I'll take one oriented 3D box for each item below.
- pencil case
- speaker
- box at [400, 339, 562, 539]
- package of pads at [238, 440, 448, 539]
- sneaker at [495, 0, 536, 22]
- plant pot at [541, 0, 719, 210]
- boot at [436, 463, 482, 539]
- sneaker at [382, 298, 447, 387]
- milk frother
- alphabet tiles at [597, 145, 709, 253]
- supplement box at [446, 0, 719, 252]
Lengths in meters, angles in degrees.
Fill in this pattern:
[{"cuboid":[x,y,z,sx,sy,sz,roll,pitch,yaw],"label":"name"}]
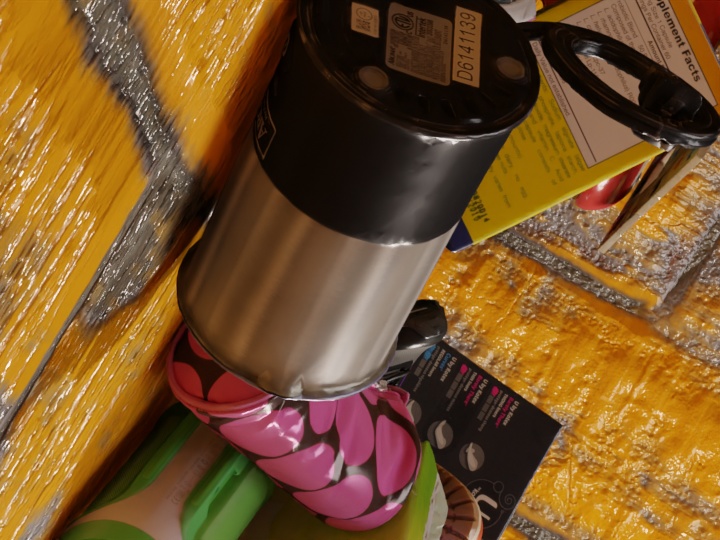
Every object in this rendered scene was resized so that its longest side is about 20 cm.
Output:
[{"cuboid":[-0.034,0.074,1.464,0.094,0.091,0.200,-55,149,-8],"label":"pencil case"},{"cuboid":[-0.110,0.142,1.476,0.089,0.088,0.200,-61,176,27],"label":"speaker"},{"cuboid":[0.019,0.101,1.790,0.106,0.200,0.122,-59,-167,-17],"label":"box"},{"cuboid":[-0.040,0.195,1.549,0.200,0.154,0.068,-74,152,-46],"label":"package of pads"},{"cuboid":[0.077,-0.200,1.513,0.200,0.080,0.087,-41,135,-63],"label":"sneaker"},{"cuboid":[0.140,-0.151,1.772,0.201,0.182,0.200,-57,175,-8],"label":"plant pot"},{"cuboid":[0.025,0.171,1.709,0.200,0.107,0.075,3,-115,48],"label":"boot"},{"cuboid":[-0.005,0.076,1.618,0.074,0.080,0.200,-13,164,-41],"label":"sneaker"},{"cuboid":[0.042,-0.040,1.220,0.188,0.200,0.181,-62,179,43],"label":"milk frother"},{"cuboid":[0.235,-0.109,1.702,0.167,0.008,0.200,-55,-177,-27],"label":"alphabet tiles"},{"cuboid":[0.119,-0.105,1.593,0.199,0.109,0.110,-26,-174,0],"label":"supplement box"}]
